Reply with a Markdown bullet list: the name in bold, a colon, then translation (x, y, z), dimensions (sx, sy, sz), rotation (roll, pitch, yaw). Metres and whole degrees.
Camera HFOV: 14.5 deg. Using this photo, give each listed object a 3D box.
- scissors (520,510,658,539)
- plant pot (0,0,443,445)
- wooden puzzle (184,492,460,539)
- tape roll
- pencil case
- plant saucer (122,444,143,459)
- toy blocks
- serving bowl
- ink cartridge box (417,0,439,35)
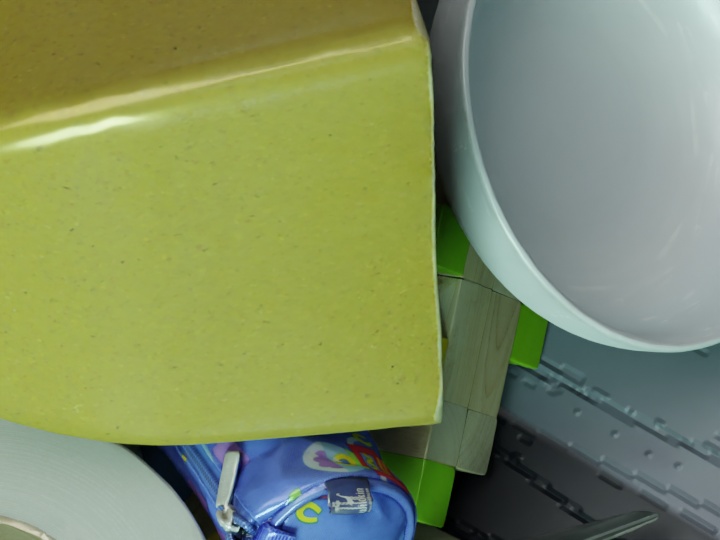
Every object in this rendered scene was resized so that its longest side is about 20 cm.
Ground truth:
- **scissors**: translation (0.025, 0.132, 1.130), dimensions (0.199, 0.014, 0.073), rotation (-4, 43, -2)
- **plant pot**: translation (-0.090, -0.052, 1.057), dimensions (0.199, 0.196, 0.195), rotation (-12, 45, -8)
- **wooden puzzle**: translation (-0.023, 0.157, 1.135), dimensions (0.185, 0.037, 0.200), rotation (25, 47, 24)
- **tape roll**: translation (-0.149, 0.149, 1.082), dimensions (0.202, 0.037, 0.204), rotation (-1, 66, 3)
- **pencil case**: translation (-0.053, 0.053, 1.134), dimensions (0.078, 0.087, 0.200), rotation (-56, 47, 24)
- **plant saucer**: translation (-0.187, 0.072, 1.194), dimensions (0.199, 0.201, 0.050), rotation (13, 49, 23)
- **toy blocks**: translation (0.000, 0.000, 1.211), dimensions (0.136, 0.100, 0.201), rotation (9, 83, 35)
- **serving bowl**: translation (0.099, -0.063, 1.150), dimensions (0.066, 0.200, 0.201), rotation (-11, 67, 52)
- **ink cartridge box**: translation (-0.017, -0.205, 1.240), dimensions (0.083, 0.147, 0.201), rotation (-31, 66, 12)
